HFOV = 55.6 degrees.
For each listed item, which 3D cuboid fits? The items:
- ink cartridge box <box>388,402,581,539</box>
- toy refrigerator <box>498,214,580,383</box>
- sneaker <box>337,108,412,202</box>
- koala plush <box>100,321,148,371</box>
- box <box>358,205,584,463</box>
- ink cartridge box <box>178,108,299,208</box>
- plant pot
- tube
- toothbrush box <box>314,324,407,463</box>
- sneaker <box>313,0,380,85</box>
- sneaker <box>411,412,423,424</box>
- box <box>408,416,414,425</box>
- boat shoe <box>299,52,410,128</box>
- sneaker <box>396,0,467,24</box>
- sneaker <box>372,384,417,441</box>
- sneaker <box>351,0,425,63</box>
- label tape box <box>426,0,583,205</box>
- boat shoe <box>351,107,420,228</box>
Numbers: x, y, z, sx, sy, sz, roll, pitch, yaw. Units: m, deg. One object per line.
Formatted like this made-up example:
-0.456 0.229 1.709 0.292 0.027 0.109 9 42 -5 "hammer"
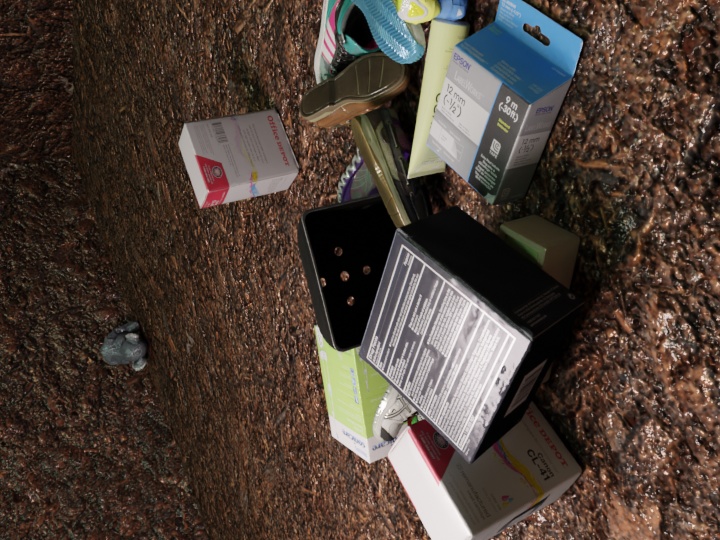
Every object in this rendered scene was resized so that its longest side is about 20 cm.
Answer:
0.156 0.246 0.864 0.149 0.196 0.087 56 144 28 "ink cartridge box"
0.202 0.044 0.845 0.076 0.069 0.205 37 133 45 "toy refrigerator"
0.027 -0.144 1.057 0.089 0.079 0.202 49 140 24 "sneaker"
-0.938 0.320 2.778 0.197 0.181 0.182 7 109 45 "koala plush"
0.120 0.069 0.800 0.198 0.122 0.203 40 132 28 "box"
-0.239 -0.221 1.342 0.085 0.196 0.151 -39 69 57 "ink cartridge box"
0.000 0.000 1.060 0.177 0.195 0.205 167 88 -69 "plant pot"
0.104 -0.224 0.904 0.052 0.056 0.205 -89 6 -65 "tube"
0.002 0.188 1.127 0.145 0.084 0.206 9 109 62 "toothbrush box"
-0.012 -0.333 1.039 0.121 0.082 0.205 -132 41 -52 "sneaker"
0.129 0.239 1.020 0.200 0.084 0.079 43 158 45 "sneaker"
0.075 0.225 1.149 0.075 0.049 0.206 16 115 58 "box"
0.001 -0.264 1.020 0.196 0.067 0.074 -7 70 39 "boat shoe"
0.095 -0.379 0.857 0.076 0.102 0.205 114 162 -59 "sneaker"
0.084 0.174 0.976 0.086 0.076 0.204 28 112 11 "sneaker"
0.045 -0.362 0.919 0.203 0.079 0.077 64 156 26 "sneaker"
0.163 -0.204 0.812 0.144 0.065 0.203 50 143 36 "label tape box"
0.054 -0.131 0.955 0.204 0.065 0.072 64 173 -5 "boat shoe"
